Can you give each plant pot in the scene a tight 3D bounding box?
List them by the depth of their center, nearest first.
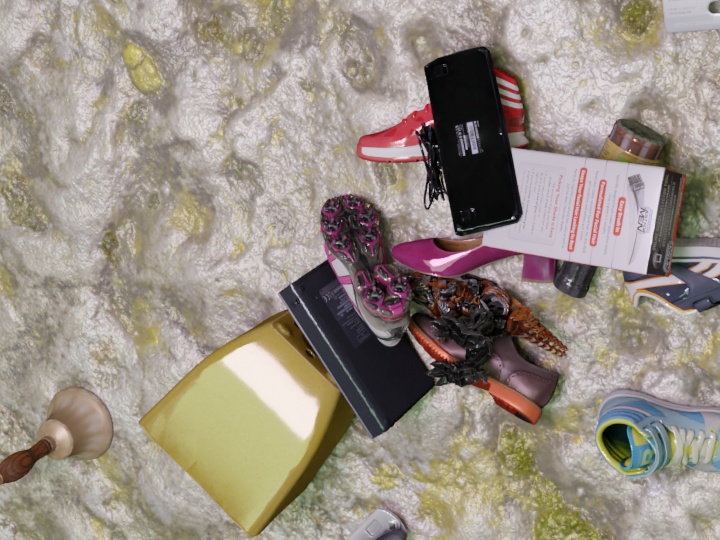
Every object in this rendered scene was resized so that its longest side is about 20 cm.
[{"bbox_3d":[-0.107,0.157,1.714,0.195,0.194,0.200,42,110,6],"label":"plant pot"}]

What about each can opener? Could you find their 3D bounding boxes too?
[{"bbox_3d":[-0.015,0.375,1.803,0.053,0.066,0.200,44,120,4],"label":"can opener"}]

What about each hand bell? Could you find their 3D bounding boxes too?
[{"bbox_3d":[-0.415,0.234,1.845,0.103,0.200,0.106,6,107,20],"label":"hand bell"}]

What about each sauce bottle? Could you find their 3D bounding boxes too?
[{"bbox_3d":[0.270,-0.065,1.570,0.064,0.065,0.202,26,113,13],"label":"sauce bottle"}]

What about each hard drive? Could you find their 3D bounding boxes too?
[{"bbox_3d":[0.000,0.082,1.672,0.033,0.139,0.201,-33,91,34],"label":"hard drive"}]

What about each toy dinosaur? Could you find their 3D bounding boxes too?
[{"bbox_3d":[0.135,0.053,1.617,0.198,0.136,0.103,1,126,33],"label":"toy dinosaur"}]

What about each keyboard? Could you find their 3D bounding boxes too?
[{"bbox_3d":[0.111,-0.137,1.553,0.103,0.040,0.203,-11,78,9],"label":"keyboard"}]

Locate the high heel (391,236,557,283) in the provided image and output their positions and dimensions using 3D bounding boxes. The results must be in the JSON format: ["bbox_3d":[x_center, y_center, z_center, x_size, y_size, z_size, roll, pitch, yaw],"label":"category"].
[{"bbox_3d":[0.133,-0.042,1.625,0.197,0.067,0.097,7,112,16],"label":"high heel"}]

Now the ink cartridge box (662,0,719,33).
[{"bbox_3d":[0.386,-0.354,1.465,0.158,0.047,0.202,-2,113,21],"label":"ink cartridge box"}]

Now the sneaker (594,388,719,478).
[{"bbox_3d":[0.350,0.197,1.571,0.198,0.130,0.081,10,106,18],"label":"sneaker"}]

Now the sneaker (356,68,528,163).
[{"bbox_3d":[0.089,-0.184,1.615,0.197,0.078,0.117,-4,94,10],"label":"sneaker"}]

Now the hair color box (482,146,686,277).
[{"bbox_3d":[0.235,-0.063,1.510,0.198,0.064,0.112,12,93,36],"label":"hair color box"}]

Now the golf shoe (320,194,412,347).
[{"bbox_3d":[0.000,0.000,1.659,0.072,0.201,0.093,-14,143,-13],"label":"golf shoe"}]

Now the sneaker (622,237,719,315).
[{"bbox_3d":[0.381,0.005,1.538,0.198,0.078,0.081,0,100,33],"label":"sneaker"}]

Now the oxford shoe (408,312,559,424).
[{"bbox_3d":[0.142,0.099,1.675,0.199,0.071,0.073,34,82,16],"label":"oxford shoe"}]
